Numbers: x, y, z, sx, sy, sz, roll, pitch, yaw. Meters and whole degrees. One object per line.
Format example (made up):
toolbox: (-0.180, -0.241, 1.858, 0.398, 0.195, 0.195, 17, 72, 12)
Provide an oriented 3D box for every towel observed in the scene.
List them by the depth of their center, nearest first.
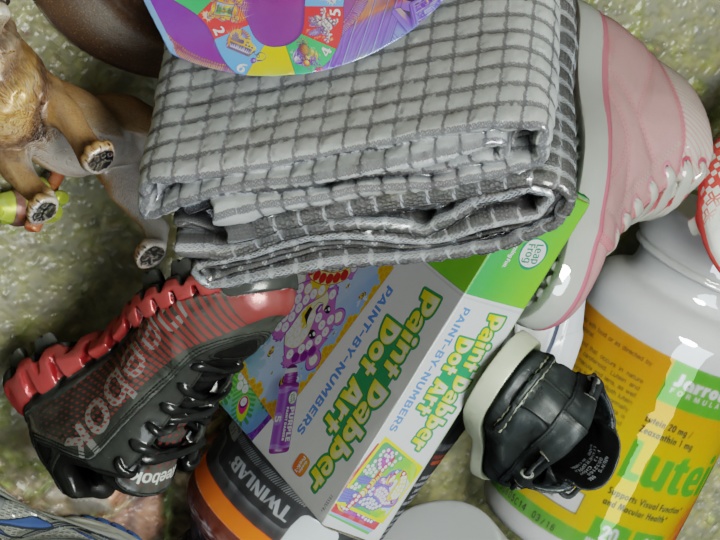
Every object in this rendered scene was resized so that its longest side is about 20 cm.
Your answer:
towel: (0.003, -0.077, 1.283, 0.198, 0.166, 0.086, -10, 134, 15)

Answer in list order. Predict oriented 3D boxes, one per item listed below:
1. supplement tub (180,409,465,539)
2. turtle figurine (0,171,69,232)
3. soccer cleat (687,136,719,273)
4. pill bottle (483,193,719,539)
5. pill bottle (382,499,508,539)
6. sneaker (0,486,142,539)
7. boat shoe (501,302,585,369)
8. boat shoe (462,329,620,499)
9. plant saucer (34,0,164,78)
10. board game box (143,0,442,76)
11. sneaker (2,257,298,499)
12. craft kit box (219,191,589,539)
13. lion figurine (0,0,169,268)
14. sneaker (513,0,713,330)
supplement tub: (-0.021, 0.102, 1.462, 0.107, 0.107, 0.201, 27, 107, -30)
turtle figurine: (-0.233, -0.009, 1.345, 0.199, 0.064, 0.163, -2, 93, -40)
soccer cleat: (0.236, -0.068, 1.449, 0.069, 0.200, 0.085, 48, 136, -12)
pill bottle: (0.157, 0.062, 1.517, 0.110, 0.111, 0.201, 17, 107, -28)
pill bottle: (0.076, 0.217, 1.535, 0.114, 0.114, 0.200, -37, 136, -2)
sneaker: (-0.185, 0.155, 1.434, 0.199, 0.085, 0.078, 13, 102, -28)
boat shoe: (0.087, -0.009, 1.486, 0.066, 0.073, 0.202, 13, 96, -24)
boat shoe: (0.100, 0.083, 1.385, 0.075, 0.066, 0.200, -52, 165, -11)
plant saucer: (-0.074, -0.183, 1.350, 0.199, 0.037, 0.202, -9, 117, -18)
board game box: (-0.042, -0.187, 1.254, 0.157, 0.201, 0.039, -24, 160, -7)
sneaker: (-0.097, 0.057, 1.368, 0.200, 0.099, 0.071, -30, 160, 38)
craft kit box: (0.000, 0.000, 1.371, 0.048, 0.197, 0.201, 22, 104, -42)
lion figurine: (-0.138, -0.069, 1.334, 0.072, 0.123, 0.200, -44, 145, 8)
sneaker: (0.129, -0.040, 1.381, 0.104, 0.201, 0.075, 30, 136, -24)
